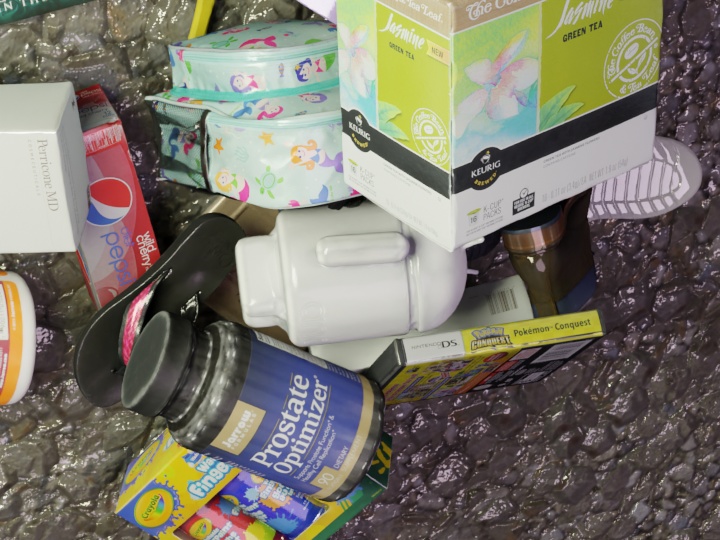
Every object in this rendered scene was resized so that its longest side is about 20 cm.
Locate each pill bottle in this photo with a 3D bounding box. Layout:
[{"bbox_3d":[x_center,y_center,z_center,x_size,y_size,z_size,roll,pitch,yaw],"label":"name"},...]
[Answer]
[{"bbox_3d":[-0.373,0.055,1.413,0.200,0.113,0.113,1,119,-27],"label":"pill bottle"},{"bbox_3d":[-0.089,0.108,1.437,0.200,0.112,0.112,23,108,-22],"label":"pill bottle"}]

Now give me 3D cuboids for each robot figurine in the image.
[{"bbox_3d":[0.000,0.000,1.421,0.200,0.170,0.113,-7,80,-3],"label":"robot figurine"}]

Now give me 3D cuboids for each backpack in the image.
[{"bbox_3d":[-0.053,-0.120,1.380,0.177,0.200,0.151,-17,117,-34],"label":"backpack"}]

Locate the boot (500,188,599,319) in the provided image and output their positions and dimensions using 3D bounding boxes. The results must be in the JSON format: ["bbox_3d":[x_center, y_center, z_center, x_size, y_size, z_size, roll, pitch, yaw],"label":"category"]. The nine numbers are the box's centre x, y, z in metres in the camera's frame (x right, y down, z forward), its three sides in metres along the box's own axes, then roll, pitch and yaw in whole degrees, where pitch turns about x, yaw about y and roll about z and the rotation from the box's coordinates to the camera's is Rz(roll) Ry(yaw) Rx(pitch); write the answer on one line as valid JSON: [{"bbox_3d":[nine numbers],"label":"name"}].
[{"bbox_3d":[0.174,-0.024,1.562,0.075,0.200,0.097,-7,107,24],"label":"boot"}]

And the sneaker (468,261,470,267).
[{"bbox_3d":[0.016,-0.015,1.560,0.200,0.074,0.089,-6,116,-39],"label":"sneaker"}]

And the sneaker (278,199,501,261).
[{"bbox_3d":[0.025,-0.058,1.509,0.200,0.082,0.070,8,126,-20],"label":"sneaker"}]

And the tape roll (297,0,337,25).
[{"bbox_3d":[0.006,-0.242,1.362,0.200,0.200,0.085,19,110,-35],"label":"tape roll"}]

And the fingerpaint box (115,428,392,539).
[{"bbox_3d":[-0.097,0.188,1.594,0.167,0.073,0.200,35,122,-19],"label":"fingerpaint box"}]

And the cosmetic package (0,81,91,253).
[{"bbox_3d":[-0.313,-0.077,1.334,0.200,0.081,0.113,-2,124,6],"label":"cosmetic package"}]

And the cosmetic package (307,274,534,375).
[{"bbox_3d":[0.057,0.066,1.598,0.200,0.052,0.151,-15,169,1],"label":"cosmetic package"}]

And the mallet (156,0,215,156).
[{"bbox_3d":[-0.146,-0.181,1.431,0.066,0.041,0.200,7,120,-32],"label":"mallet"}]

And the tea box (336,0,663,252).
[{"bbox_3d":[0.100,-0.153,1.251,0.200,0.134,0.197,-25,129,-28],"label":"tea box"}]

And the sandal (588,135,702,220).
[{"bbox_3d":[0.226,-0.087,1.675,0.203,0.050,0.083,-11,110,-6],"label":"sandal"}]

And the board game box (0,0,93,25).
[{"bbox_3d":[-0.259,-0.258,1.326,0.200,0.028,0.135,-18,127,-16],"label":"board game box"}]

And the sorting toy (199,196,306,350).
[{"bbox_3d":[-0.056,-0.034,1.573,0.200,0.036,0.185,-49,129,2],"label":"sorting toy"}]

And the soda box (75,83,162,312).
[{"bbox_3d":[-0.213,-0.049,1.455,0.063,0.070,0.200,-21,128,-13],"label":"soda box"}]

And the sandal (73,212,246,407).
[{"bbox_3d":[-0.168,0.037,1.460,0.200,0.045,0.075,-49,131,9],"label":"sandal"}]

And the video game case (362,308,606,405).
[{"bbox_3d":[0.097,0.079,1.512,0.181,0.026,0.200,-8,167,-13],"label":"video game case"}]
